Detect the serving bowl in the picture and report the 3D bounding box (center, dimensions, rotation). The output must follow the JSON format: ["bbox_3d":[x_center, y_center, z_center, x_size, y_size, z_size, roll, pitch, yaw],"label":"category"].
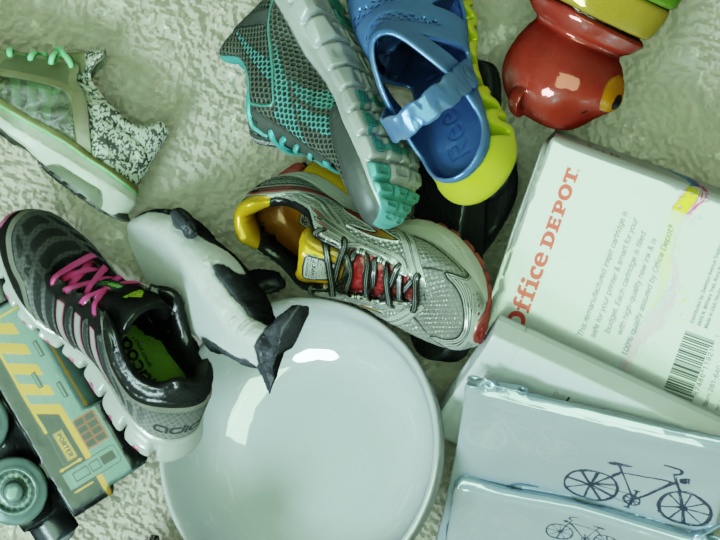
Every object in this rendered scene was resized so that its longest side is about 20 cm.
[{"bbox_3d":[-0.032,0.122,1.686,0.199,0.066,0.202,-4,78,20],"label":"serving bowl"}]

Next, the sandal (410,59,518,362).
[{"bbox_3d":[0.071,-0.040,1.678,0.048,0.075,0.202,3,99,-32],"label":"sandal"}]

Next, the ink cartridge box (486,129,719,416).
[{"bbox_3d":[0.193,0.008,1.657,0.199,0.084,0.146,20,99,3],"label":"ink cartridge box"}]

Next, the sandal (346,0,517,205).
[{"bbox_3d":[0.035,-0.140,1.621,0.079,0.087,0.201,-37,56,20],"label":"sandal"}]

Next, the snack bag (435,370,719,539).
[{"bbox_3d":[0.148,0.156,1.652,0.187,0.021,0.201,13,137,5],"label":"snack bag"}]

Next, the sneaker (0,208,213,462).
[{"bbox_3d":[-0.162,0.027,1.655,0.200,0.074,0.088,51,140,12],"label":"sneaker"}]

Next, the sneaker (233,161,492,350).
[{"bbox_3d":[0.000,0.000,1.638,0.199,0.082,0.078,27,121,30],"label":"sneaker"}]

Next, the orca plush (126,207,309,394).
[{"bbox_3d":[-0.078,0.005,1.653,0.071,0.200,0.106,-18,109,-26],"label":"orca plush"}]

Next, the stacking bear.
[{"bbox_3d":[0.159,-0.184,1.626,0.113,0.121,0.201,29,99,20],"label":"stacking bear"}]

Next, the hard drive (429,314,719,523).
[{"bbox_3d":[0.156,0.109,1.651,0.199,0.132,0.027,25,54,-4],"label":"hard drive"}]

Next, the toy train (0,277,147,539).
[{"bbox_3d":[-0.231,0.086,1.711,0.113,0.085,0.201,-30,90,-6],"label":"toy train"}]

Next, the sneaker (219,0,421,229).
[{"bbox_3d":[-0.029,-0.100,1.652,0.091,0.077,0.201,-36,59,19],"label":"sneaker"}]

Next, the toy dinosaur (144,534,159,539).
[{"bbox_3d":[-0.147,0.257,1.694,0.101,0.200,0.137,-5,64,-16],"label":"toy dinosaur"}]

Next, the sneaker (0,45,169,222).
[{"bbox_3d":[-0.211,-0.123,1.694,0.200,0.077,0.089,40,85,-6],"label":"sneaker"}]
